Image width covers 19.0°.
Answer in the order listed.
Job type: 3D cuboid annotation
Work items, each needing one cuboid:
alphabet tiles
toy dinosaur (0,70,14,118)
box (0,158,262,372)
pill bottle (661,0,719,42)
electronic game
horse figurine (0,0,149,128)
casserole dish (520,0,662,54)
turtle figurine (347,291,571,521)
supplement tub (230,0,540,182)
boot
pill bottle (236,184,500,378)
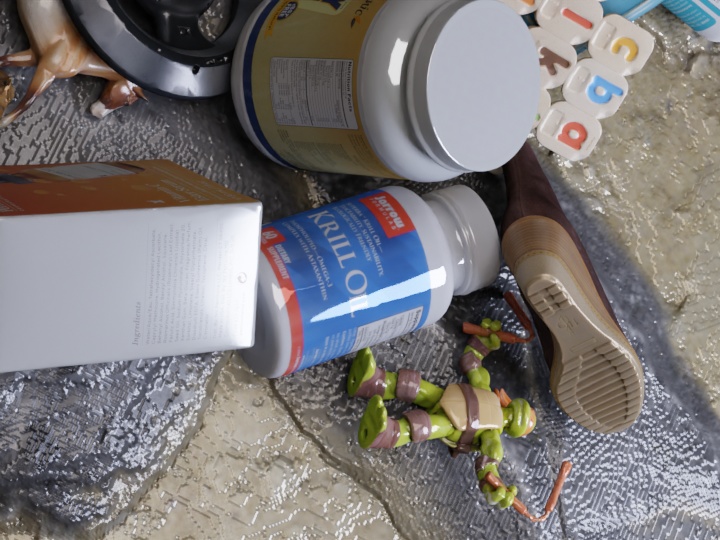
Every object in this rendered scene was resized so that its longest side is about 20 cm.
[{"bbox_3d":[0.122,-0.180,1.689,0.195,0.015,0.200,28,103,-12],"label":"alphabet tiles"},{"bbox_3d":[-0.299,-0.051,1.513,0.106,0.060,0.201,16,92,1],"label":"toy dinosaur"},{"bbox_3d":[-0.191,-0.008,1.480,0.200,0.152,0.107,-4,107,-33],"label":"box"},{"bbox_3d":[0.282,-0.264,1.774,0.200,0.111,0.111,37,69,-14],"label":"pill bottle"},{"bbox_3d":[-0.143,-0.224,1.610,0.200,0.042,0.201,14,67,-35],"label":"electronic game"},{"bbox_3d":[-0.250,-0.191,1.573,0.132,0.050,0.200,-26,94,-19],"label":"horse figurine"},{"bbox_3d":[0.170,-0.233,1.704,0.200,0.039,0.121,-31,108,9],"label":"casserole dish"},{"bbox_3d":[0.072,0.100,1.648,0.161,0.064,0.200,10,58,-23],"label":"turtle figurine"},{"bbox_3d":[0.018,-0.139,1.575,0.144,0.200,0.145,-8,101,-45],"label":"supplement tub"},{"bbox_3d":[0.163,0.012,1.674,0.167,0.072,0.200,-93,159,-50],"label":"boot"},{"bbox_3d":[0.000,0.000,1.609,0.200,0.112,0.113,-19,88,-25],"label":"pill bottle"}]
